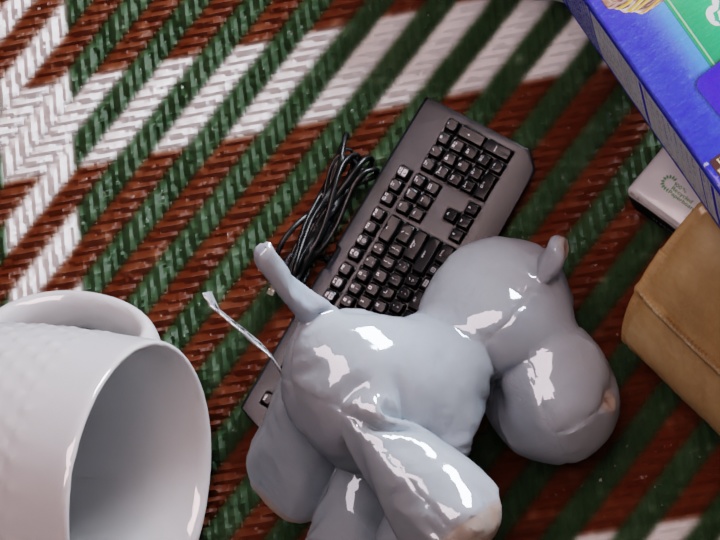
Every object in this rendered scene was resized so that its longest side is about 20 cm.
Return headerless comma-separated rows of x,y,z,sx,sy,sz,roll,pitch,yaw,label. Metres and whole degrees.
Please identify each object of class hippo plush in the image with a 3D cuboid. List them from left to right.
0.034,0.057,1.477,0.161,0.159,0.200,-33,88,-29,hippo plush

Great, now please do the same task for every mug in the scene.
-0.176,0.082,1.522,0.175,0.148,0.200,6,43,25,mug

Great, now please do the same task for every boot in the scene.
0.195,0.090,1.434,0.200,0.066,0.175,48,112,31,boot

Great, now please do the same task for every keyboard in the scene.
0.000,0.000,1.545,0.104,0.040,0.200,27,79,21,keyboard

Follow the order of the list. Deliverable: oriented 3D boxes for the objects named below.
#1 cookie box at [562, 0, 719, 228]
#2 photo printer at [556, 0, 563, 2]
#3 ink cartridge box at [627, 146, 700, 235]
0.200,-0.133,1.420,0.171,0.075,0.200,-33,67,1,cookie box
0.122,-0.242,1.577,0.166,0.069,0.201,16,76,20,photo printer
0.235,-0.084,1.510,0.095,0.037,0.200,38,87,23,ink cartridge box
